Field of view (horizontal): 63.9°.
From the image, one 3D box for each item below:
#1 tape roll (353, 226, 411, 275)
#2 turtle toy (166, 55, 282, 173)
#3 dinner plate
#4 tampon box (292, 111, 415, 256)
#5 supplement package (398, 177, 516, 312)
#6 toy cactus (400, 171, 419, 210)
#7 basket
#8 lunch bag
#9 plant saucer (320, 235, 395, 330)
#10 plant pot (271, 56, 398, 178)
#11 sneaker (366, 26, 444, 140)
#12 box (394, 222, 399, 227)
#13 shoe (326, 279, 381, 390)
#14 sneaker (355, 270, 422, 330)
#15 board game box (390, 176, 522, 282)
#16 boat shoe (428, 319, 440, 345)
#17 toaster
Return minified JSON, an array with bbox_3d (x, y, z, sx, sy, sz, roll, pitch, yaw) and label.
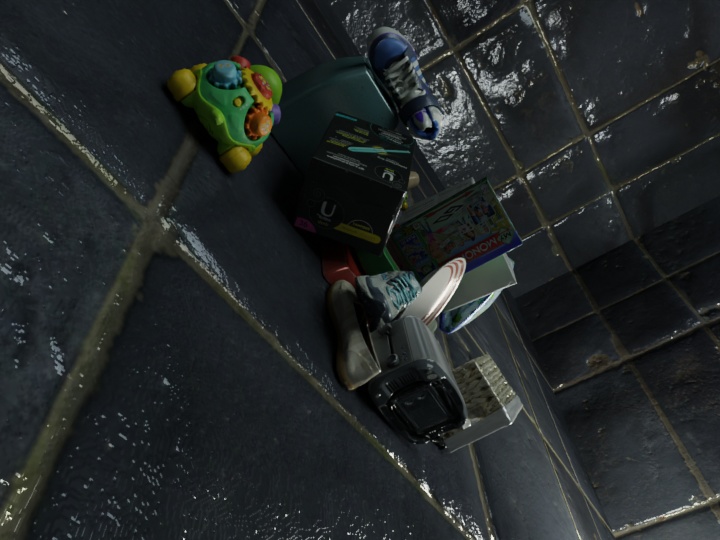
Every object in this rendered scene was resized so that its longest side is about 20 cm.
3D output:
[{"bbox_3d":[0.048,-0.027,1.059,0.201,0.048,0.201,53,19,-27],"label":"tape roll"},{"bbox_3d":[-0.165,-0.233,0.795,0.146,0.101,0.200,55,18,-20],"label":"turtle toy"},{"bbox_3d":[0.112,0.054,1.003,0.024,0.200,0.200,41,9,21],"label":"dinner plate"},{"bbox_3d":[-0.006,-0.145,0.937,0.149,0.127,0.200,19,35,-3],"label":"tampon box"},{"bbox_3d":[0.187,-0.050,1.121,0.201,0.155,0.111,62,18,-14],"label":"supplement package"},{"bbox_3d":[0.051,-0.166,1.176,0.200,0.164,0.103,15,-65,55],"label":"toy cactus"},{"bbox_3d":[0.205,0.237,1.069,0.124,0.135,0.200,63,16,13],"label":"basket"},{"bbox_3d":[0.244,0.042,1.284,0.127,0.201,0.170,28,11,18],"label":"lunch bag"},{"bbox_3d":[0.000,0.000,1.021,0.200,0.037,0.200,50,20,-35],"label":"plant saucer"},{"bbox_3d":[-0.041,-0.292,1.091,0.196,0.199,0.197,52,18,-26],"label":"plant pot"},{"bbox_3d":[0.090,-0.319,1.024,0.200,0.080,0.147,49,16,-52],"label":"sneaker"},{"bbox_3d":[0.124,-0.060,1.348,0.100,0.095,0.200,64,11,6],"label":"box"},{"bbox_3d":[-0.007,0.083,0.832,0.070,0.053,0.200,48,21,-37],"label":"shoe"},{"bbox_3d":[0.045,0.028,0.854,0.200,0.086,0.078,-58,127,-82],"label":"sneaker"},{"bbox_3d":[0.171,-0.060,1.044,0.135,0.199,0.029,57,19,-12],"label":"board game box"},{"bbox_3d":[0.115,0.140,1.125,0.200,0.072,0.062,-100,-161,-64],"label":"boat shoe"},{"bbox_3d":[0.083,0.163,0.864,0.200,0.113,0.129,54,15,-35],"label":"toaster"}]
